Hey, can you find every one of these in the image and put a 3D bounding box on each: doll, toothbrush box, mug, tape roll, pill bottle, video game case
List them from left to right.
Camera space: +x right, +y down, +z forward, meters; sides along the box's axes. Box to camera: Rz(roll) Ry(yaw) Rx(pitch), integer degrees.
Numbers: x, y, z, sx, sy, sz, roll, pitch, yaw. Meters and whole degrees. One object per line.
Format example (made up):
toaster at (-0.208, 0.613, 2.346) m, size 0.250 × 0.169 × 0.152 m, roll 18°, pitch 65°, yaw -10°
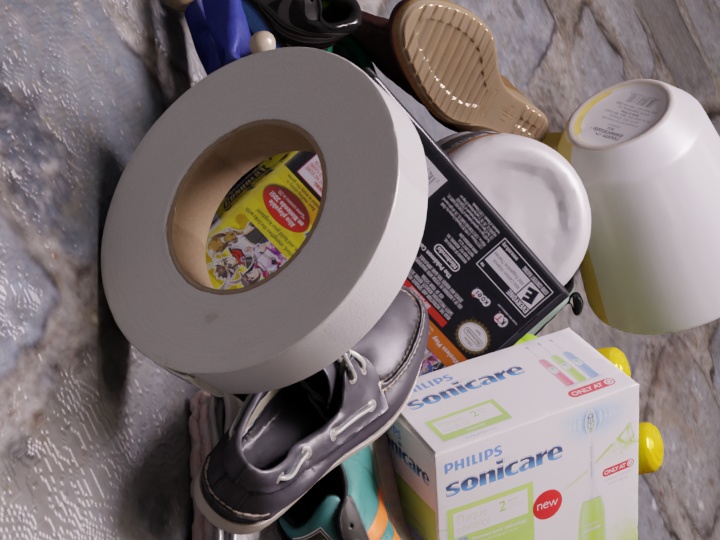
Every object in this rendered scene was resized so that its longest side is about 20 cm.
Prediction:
doll at (-0.073, -0.110, 1.218) m, size 0.048 × 0.137 × 0.200 m, roll -7°, pitch 63°, yaw -23°
tape roll at (-0.056, -0.029, 1.085) m, size 0.037 × 0.202 × 0.203 m, roll 37°, pitch 41°, yaw -51°
video game case at (0.001, 0.007, 1.182) m, size 0.200 × 0.181 × 0.026 m, roll 46°, pitch 4°, yaw -26°
pill bottle at (0.085, -0.039, 1.335) m, size 0.200 × 0.116 × 0.117 m, roll -135°, pitch -157°, yaw -83°
toothbrush box at (0.093, 0.157, 1.216) m, size 0.086 × 0.145 × 0.201 m, roll 41°, pitch -39°, yaw 53°
mug at (0.199, -0.052, 1.441) m, size 0.150 × 0.186 × 0.153 m, roll -82°, pitch 151°, yaw -50°

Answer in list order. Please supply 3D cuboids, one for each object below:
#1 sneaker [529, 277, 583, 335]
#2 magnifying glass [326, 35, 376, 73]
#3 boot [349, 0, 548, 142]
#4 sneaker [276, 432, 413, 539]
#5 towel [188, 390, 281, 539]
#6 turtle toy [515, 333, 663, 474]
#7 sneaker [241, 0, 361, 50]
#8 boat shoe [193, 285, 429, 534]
sneaker at (0.128, 0.010, 1.493) m, size 0.074 × 0.118 × 0.200 m, roll 40°, pitch 23°, yaw -8°
magnifying glass at (-0.026, -0.122, 1.433) m, size 0.080 × 0.022 × 0.200 m, roll 64°, pitch 24°, yaw -16°
boot at (0.035, -0.158, 1.417) m, size 0.072 × 0.166 × 0.200 m, roll -57°, pitch 141°, yaw -3°
sneaker at (-0.007, 0.169, 1.135) m, size 0.080 × 0.071 × 0.200 m, roll -3°, pitch 67°, yaw -54°
towel at (-0.039, 0.188, 1.173) m, size 0.191 × 0.032 × 0.201 m, roll 37°, pitch 42°, yaw -51°
turtle toy at (0.121, 0.113, 1.355) m, size 0.200 × 0.145 × 0.101 m, roll 62°, pitch 29°, yaw -34°
sneaker at (-0.065, -0.215, 1.337) m, size 0.200 × 0.083 × 0.071 m, roll 39°, pitch 38°, yaw -51°
boat shoe at (-0.016, 0.068, 1.098) m, size 0.073 × 0.063 × 0.200 m, roll 39°, pitch 53°, yaw 8°
